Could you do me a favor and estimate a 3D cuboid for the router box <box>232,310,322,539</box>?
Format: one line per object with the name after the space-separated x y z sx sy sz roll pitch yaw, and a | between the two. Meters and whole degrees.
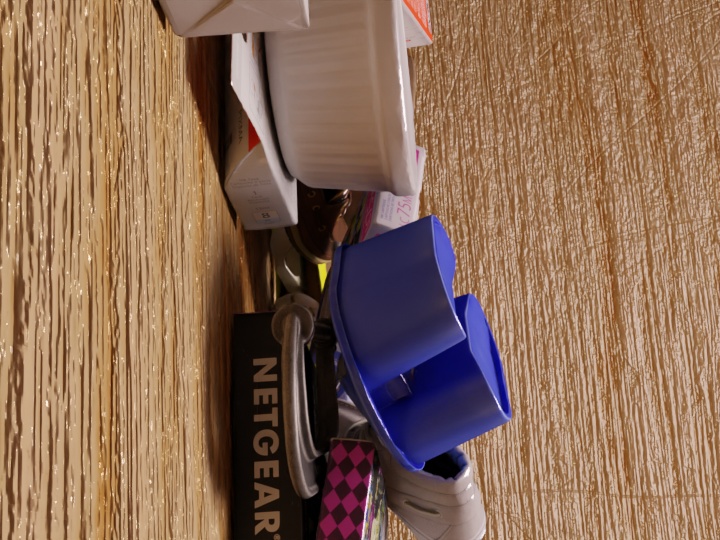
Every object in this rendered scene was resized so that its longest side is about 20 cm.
-0.057 0.148 0.790 0.149 0.051 0.202 79 7 -65 | router box

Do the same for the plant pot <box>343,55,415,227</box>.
-0.012 -0.128 1.107 0.201 0.092 0.203 -168 -90 -82 | plant pot

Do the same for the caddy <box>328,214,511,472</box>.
0.031 0.050 0.758 0.200 0.104 0.142 -84 149 -69 | caddy

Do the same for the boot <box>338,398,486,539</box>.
0.020 0.134 0.856 0.199 0.073 0.096 29 -38 38 | boot

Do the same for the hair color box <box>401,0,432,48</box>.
0.002 -0.244 0.985 0.200 0.101 0.062 -2 85 -79 | hair color box

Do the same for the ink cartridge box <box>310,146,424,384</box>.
0.000 0.000 0.934 0.120 0.042 0.201 -79 -171 -49 | ink cartridge box

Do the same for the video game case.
-0.012 0.241 0.740 0.182 0.035 0.202 82 14 -60 | video game case

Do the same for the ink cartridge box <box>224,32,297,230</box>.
-0.085 -0.142 0.772 0.200 0.047 0.161 69 17 -66 | ink cartridge box

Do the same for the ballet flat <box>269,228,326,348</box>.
-0.061 0.021 1.047 0.067 0.066 0.202 41 38 -57 | ballet flat

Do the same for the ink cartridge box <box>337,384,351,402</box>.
-0.029 0.180 0.980 0.120 0.042 0.201 -52 -160 30 | ink cartridge box

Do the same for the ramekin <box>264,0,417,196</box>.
-0.012 -0.152 0.804 0.202 0.093 0.204 -5 90 -85 | ramekin

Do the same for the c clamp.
-0.034 0.065 0.738 0.200 0.027 0.173 -4 93 -84 | c clamp

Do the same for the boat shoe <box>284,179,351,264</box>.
-0.039 -0.065 0.975 0.200 0.067 0.073 56 23 -60 | boat shoe

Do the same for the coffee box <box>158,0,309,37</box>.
-0.074 -0.242 0.571 0.114 0.079 0.202 82 5 -74 | coffee box
